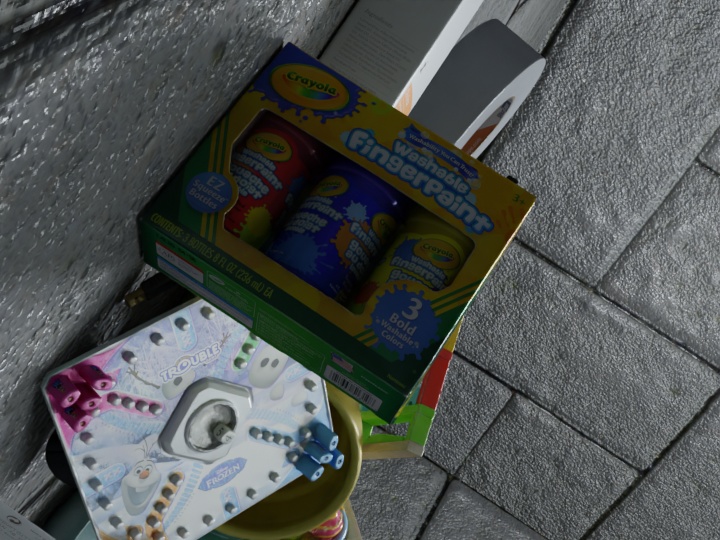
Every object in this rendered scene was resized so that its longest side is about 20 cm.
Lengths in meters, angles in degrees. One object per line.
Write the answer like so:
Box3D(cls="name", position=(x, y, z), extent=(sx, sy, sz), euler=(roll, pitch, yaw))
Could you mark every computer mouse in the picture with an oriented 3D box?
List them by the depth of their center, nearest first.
Box3D(cls="computer mouse", position=(-0.142, 0.078, 0.758), extent=(0.200, 0.046, 0.141), euler=(-31, 127, -9))

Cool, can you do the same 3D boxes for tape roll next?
Box3D(cls="tape roll", position=(0.098, -0.156, 1.090), extent=(0.200, 0.066, 0.200), euler=(-46, 172, -8))

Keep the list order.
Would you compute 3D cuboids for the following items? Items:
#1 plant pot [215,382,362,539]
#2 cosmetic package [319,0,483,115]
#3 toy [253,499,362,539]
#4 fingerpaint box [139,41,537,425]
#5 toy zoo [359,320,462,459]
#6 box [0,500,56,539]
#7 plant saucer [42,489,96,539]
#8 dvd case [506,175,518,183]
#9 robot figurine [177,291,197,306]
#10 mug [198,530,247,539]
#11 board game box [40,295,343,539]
Box3D(cls="plant pot", position=(-0.097, 0.143, 1.113), extent=(0.201, 0.200, 0.189), euler=(-58, -170, 18))
Box3D(cls="cosmetic package", position=(0.032, -0.189, 0.870), extent=(0.200, 0.071, 0.101), euler=(-57, 175, -4))
Box3D(cls="toy", position=(-0.053, 0.271, 1.127), extent=(0.200, 0.115, 0.047), euler=(-111, -156, -43))
Box3D(cls="fingerpaint box", position=(-0.014, -0.027, 0.705), extent=(0.167, 0.200, 0.073), euler=(-54, 173, -23))
Box3D(cls="toy zoo", position=(0.051, 0.095, 1.102), extent=(0.131, 0.020, 0.200), euler=(-20, -132, 60))
Box3D(cls="box", position=(-0.241, 0.203, 0.513), extent=(0.152, 0.106, 0.200), euler=(-57, 175, 5))
Box3D(cls="plant saucer", position=(-0.263, 0.249, 0.965), extent=(0.201, 0.039, 0.201), euler=(-57, 175, -8))
Box3D(cls="dvd case", position=(0.117, -0.011, 1.265), extent=(0.143, 0.018, 0.200), euler=(-54, 174, -30))
Box3D(cls="robot figurine", position=(-0.098, 0.056, 0.885), extent=(0.200, 0.116, 0.176), euler=(-55, 143, -13))
Box3D(cls="mug", position=(-0.182, 0.302, 1.107), extent=(0.115, 0.152, 0.185), euler=(-60, -167, 3))
Box3D(cls="board game box", position=(-0.105, 0.111, 0.762), extent=(0.200, 0.026, 0.200), euler=(-28, 129, -26))
